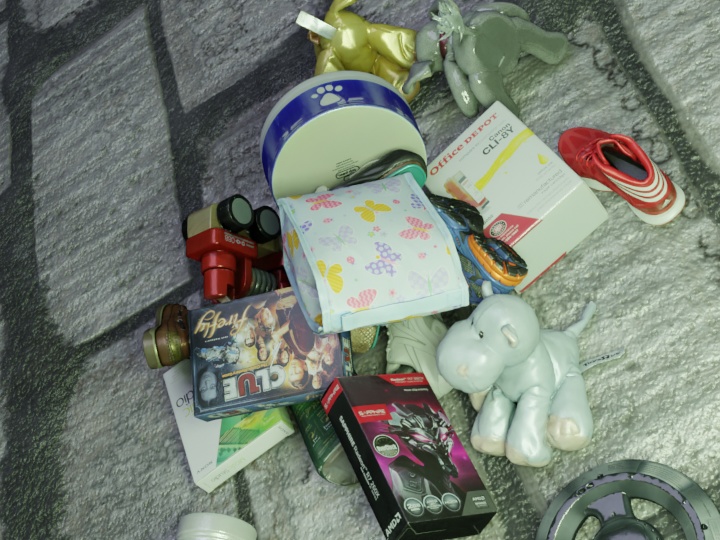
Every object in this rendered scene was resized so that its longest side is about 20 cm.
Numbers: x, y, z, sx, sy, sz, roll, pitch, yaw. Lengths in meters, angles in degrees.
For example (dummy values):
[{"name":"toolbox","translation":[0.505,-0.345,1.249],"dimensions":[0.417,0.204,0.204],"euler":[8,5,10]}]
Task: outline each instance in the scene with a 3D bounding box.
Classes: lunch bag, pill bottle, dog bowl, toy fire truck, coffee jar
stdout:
[{"name":"lunch bag","translation":[0.010,-0.003,1.433],"dimensions":[0.169,0.128,0.200],"euler":[-13,35,-13]},{"name":"pill bottle","translation":[-0.181,0.389,1.484],"dimensions":[0.116,0.116,0.201],"euler":[-12,53,30]},{"name":"dog bowl","translation":[-0.021,-0.140,1.593],"dimensions":[0.200,0.200,0.079],"euler":[-34,40,12]},{"name":"toy fire truck","translation":[-0.132,0.019,1.672],"dimensions":[0.128,0.176,0.201],"euler":[-20,62,38]},{"name":"coffee jar","translation":[-0.038,0.157,1.564],"dimensions":[0.104,0.085,0.200],"euler":[-45,44,12]}]

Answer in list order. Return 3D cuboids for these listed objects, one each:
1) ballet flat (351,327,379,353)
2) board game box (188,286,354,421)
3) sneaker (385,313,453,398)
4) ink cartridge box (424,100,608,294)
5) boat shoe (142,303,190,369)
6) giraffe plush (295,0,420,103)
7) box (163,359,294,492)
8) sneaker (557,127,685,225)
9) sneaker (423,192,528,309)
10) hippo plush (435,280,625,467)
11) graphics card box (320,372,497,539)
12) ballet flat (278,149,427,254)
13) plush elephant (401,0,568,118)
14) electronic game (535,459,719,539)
[{"name":"ballet flat","translation":[0.000,0.000,1.568],"dimensions":[0.070,0.065,0.201],"euler":[6,87,62]},{"name":"board game box","translation":[-0.107,0.095,1.535],"dimensions":[0.199,0.035,0.136],"euler":[-14,69,20]},{"name":"sneaker","translation":[0.057,0.080,1.559],"dimensions":[0.099,0.078,0.200],"euler":[-45,42,7]},{"name":"ink cartridge box","translation":[0.181,-0.093,1.580],"dimensions":[0.145,0.083,0.200],"euler":[-42,44,5]},{"name":"boat shoe","translation":[-0.241,0.088,1.744],"dimensions":[0.068,0.072,0.200],"euler":[-11,15,2]},{"name":"giraffe plush","translation":[-0.016,-0.309,1.849],"dimensions":[0.173,0.200,0.162],"euler":[-47,15,4]},{"name":"box","translation":[-0.176,0.172,1.693],"dimensions":[0.144,0.036,0.200],"euler":[-37,46,10]},{"name":"sneaker","translation":[0.289,-0.140,1.510],"dimensions":[0.078,0.116,0.200],"euler":[-49,45,-4]},{"name":"sneaker","translation":[0.110,-0.025,1.490],"dimensions":[0.079,0.075,0.200],"euler":[-62,38,22]},{"name":"hippo plush","translation":[0.174,0.106,1.387],"dimensions":[0.200,0.161,0.160],"euler":[-37,44,10]},{"name":"graphics card box","translation":[0.051,0.202,1.416],"dimensions":[0.051,0.125,0.200],"euler":[-58,45,37]},{"name":"ballet flat","translation":[-0.012,-0.081,1.543],"dimensions":[0.199,0.068,0.068],"euler":[-29,37,0]},{"name":"plush elephant","translation":[0.138,-0.286,1.709],"dimensions":[0.165,0.200,0.155],"euler":[-62,27,-6]},{"name":"electronic game","translation":[0.265,0.284,1.277],"dimensions":[0.199,0.042,0.201],"euler":[-14,60,25]}]
